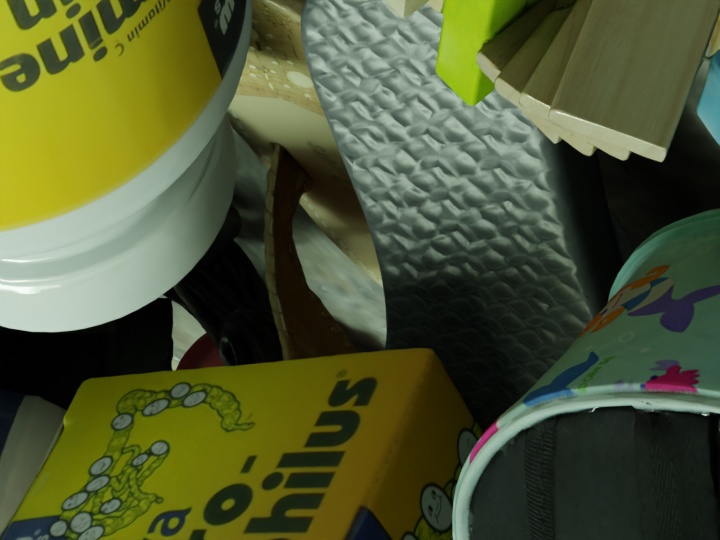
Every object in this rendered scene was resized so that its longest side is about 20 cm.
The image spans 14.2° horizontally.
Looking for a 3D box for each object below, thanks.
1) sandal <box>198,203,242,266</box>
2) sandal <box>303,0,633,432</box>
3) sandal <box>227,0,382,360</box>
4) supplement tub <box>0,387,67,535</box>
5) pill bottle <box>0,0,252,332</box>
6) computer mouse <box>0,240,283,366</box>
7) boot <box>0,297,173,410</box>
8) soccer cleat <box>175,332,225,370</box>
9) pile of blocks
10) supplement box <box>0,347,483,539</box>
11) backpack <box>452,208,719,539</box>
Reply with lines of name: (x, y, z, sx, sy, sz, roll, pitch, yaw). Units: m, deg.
sandal: (-0.120, -0.055, 0.760, 0.199, 0.043, 0.076, 32, -175, 3)
sandal: (0.039, 0.005, 0.684, 0.076, 0.043, 0.201, 9, 128, 25)
sandal: (-0.005, -0.001, 0.748, 0.077, 0.070, 0.212, 13, 155, 32)
supplement tub: (-0.180, 0.081, 0.749, 0.199, 0.146, 0.145, 15, 159, -4)
pill bottle: (-0.084, -0.073, 0.601, 0.111, 0.112, 0.200, 18, 153, 21)
computer mouse: (-0.095, 0.010, 0.764, 0.199, 0.046, 0.140, 20, -162, -36)
boot: (-0.139, 0.100, 0.864, 0.167, 0.202, 0.076, 0, -173, -1)
soccer cleat: (0.027, 0.083, 0.909, 0.199, 0.067, 0.076, 35, -177, -2)
pile of blocks: (0.073, -0.041, 0.551, 0.199, 0.082, 0.062, 23, 158, 8)
supplement box: (-0.001, 0.129, 0.696, 0.109, 0.109, 0.201, -7, 130, 34)
backpack: (0.115, 0.081, 0.587, 0.177, 0.151, 0.201, 8, 132, 37)
